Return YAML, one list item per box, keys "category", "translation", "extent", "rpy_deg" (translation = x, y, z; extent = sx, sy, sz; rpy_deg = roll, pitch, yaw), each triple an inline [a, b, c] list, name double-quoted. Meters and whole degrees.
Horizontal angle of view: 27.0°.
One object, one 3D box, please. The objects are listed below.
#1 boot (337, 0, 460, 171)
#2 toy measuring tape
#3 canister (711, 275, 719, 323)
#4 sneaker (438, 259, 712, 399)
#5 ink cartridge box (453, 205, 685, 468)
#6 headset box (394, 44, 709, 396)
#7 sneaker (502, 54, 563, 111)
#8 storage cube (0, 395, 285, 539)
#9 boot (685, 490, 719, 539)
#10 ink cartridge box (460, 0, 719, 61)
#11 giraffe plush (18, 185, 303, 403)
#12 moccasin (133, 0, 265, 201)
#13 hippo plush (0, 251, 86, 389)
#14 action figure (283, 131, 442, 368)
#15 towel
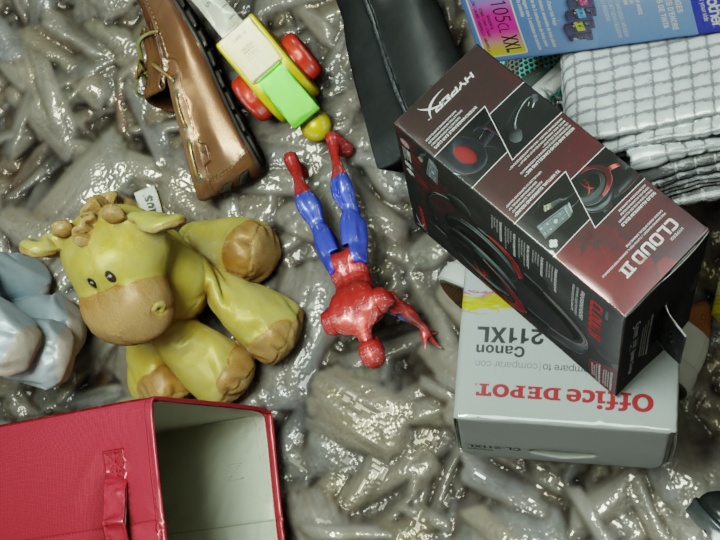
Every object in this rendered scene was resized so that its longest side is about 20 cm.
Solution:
- category: "boot"
  translation: [0.053, -0.194, 1.131]
  extent: [0.165, 0.066, 0.200]
  rpy_deg: [-31, 66, 41]
- category: "toy measuring tape"
  translation: [-0.090, -0.182, 1.184]
  extent: [0.074, 0.074, 0.200]
  rpy_deg: [-39, 93, 7]
- category: "canister"
  translation: [0.331, -0.048, 1.032]
  extent: [0.148, 0.087, 0.201]
  rpy_deg: [13, 86, 20]
- category: "sneaker"
  translation: [0.158, 0.022, 1.091]
  extent: [0.200, 0.073, 0.085]
  rpy_deg: [22, 71, 16]
- category: "ink cartridge box"
  translation: [0.142, 0.021, 1.009]
  extent: [0.145, 0.083, 0.201]
  rpy_deg: [3, 69, 8]
- category: "headset box"
  translation: [0.121, -0.020, 0.902]
  extent: [0.075, 0.149, 0.200]
  rpy_deg: [-44, 70, -11]
- category: "sneaker"
  translation: [0.133, -0.161, 1.089]
  extent: [0.091, 0.078, 0.200]
  rpy_deg: [40, 84, 24]
- category: "storage cube"
  translation: [-0.172, 0.193, 1.094]
  extent: [0.179, 0.200, 0.171]
  rpy_deg: [-12, 77, 22]
- category: "boot"
  translation: [0.342, 0.136, 1.004]
  extent: [0.165, 0.066, 0.200]
  rpy_deg: [37, 96, 11]
- category: "ink cartridge box"
  translation: [0.170, -0.214, 0.955]
  extent: [0.199, 0.076, 0.137]
  rpy_deg: [-6, 49, 23]
- category: "giraffe plush"
  translation: [-0.159, 0.004, 1.136]
  extent: [0.172, 0.162, 0.200]
  rpy_deg: [-39, 72, 8]
- category: "moccasin"
  translation: [-0.147, -0.151, 1.215]
  extent: [0.078, 0.074, 0.202]
  rpy_deg: [-25, 83, 3]
- category: "hippo plush"
  translation: [-0.328, 0.066, 1.176]
  extent: [0.161, 0.200, 0.159]
  rpy_deg: [-50, 48, 12]
- category: "action figure"
  translation: [0.000, 0.000, 1.147]
  extent: [0.065, 0.099, 0.200]
  rpy_deg: [-25, 51, 15]
- category: "towel"
  translation: [0.229, -0.120, 0.956]
  extent: [0.199, 0.086, 0.166]
  rpy_deg: [-12, 45, 15]
